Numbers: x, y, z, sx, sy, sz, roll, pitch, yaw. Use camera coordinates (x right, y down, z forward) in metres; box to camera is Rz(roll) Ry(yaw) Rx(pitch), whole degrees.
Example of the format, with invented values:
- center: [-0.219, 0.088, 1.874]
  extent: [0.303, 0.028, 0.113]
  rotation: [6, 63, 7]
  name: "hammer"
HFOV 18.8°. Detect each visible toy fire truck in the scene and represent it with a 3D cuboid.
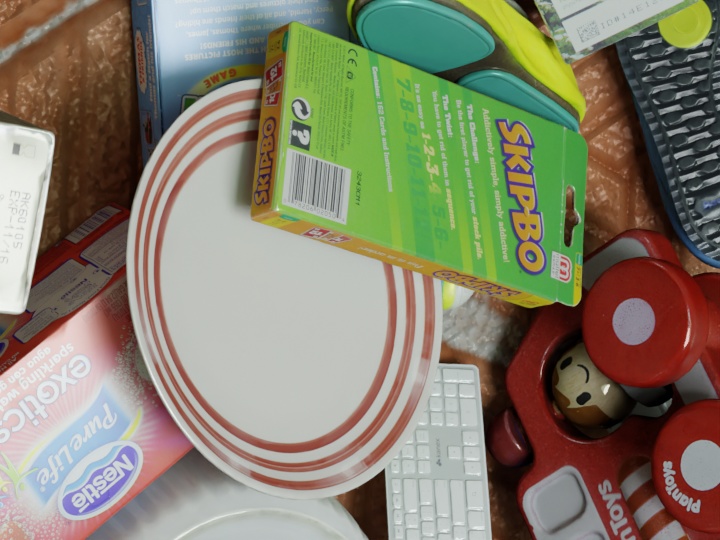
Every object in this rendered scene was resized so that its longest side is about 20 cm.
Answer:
- center: [0.147, 0.090, 1.153]
  extent: [0.167, 0.201, 0.112]
  rotation: [-35, 157, 26]
  name: "toy fire truck"

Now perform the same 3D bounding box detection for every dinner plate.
- center: [-0.037, 0.009, 1.040]
  extent: [0.199, 0.024, 0.202]
  rotation: [13, 72, -43]
  name: "dinner plate"

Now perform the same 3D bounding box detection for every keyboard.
- center: [0.042, 0.142, 1.145]
  extent: [0.056, 0.011, 0.202]
  rotation: [0, 64, -6]
  name: "keyboard"

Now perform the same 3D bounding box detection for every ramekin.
- center: [-0.078, 0.182, 1.110]
  extent: [0.198, 0.105, 0.202]
  rotation: [-5, 102, -25]
  name: "ramekin"

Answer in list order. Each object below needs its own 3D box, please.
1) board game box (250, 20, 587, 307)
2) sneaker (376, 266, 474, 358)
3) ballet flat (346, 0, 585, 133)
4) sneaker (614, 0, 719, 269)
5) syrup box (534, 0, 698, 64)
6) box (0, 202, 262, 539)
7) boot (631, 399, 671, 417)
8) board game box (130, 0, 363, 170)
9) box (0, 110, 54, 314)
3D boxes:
- center: [0.035, -0.047, 1.079]
  extent: [0.199, 0.030, 0.096]
  rotation: [16, 70, -33]
  name: "board game box"
- center: [0.000, 0.000, 1.128]
  extent: [0.105, 0.076, 0.201]
  rotation: [32, 74, -15]
  name: "sneaker"
- center: [0.053, -0.123, 1.110]
  extent: [0.200, 0.066, 0.068]
  rotation: [29, 53, -52]
  name: "ballet flat"
- center: [0.180, -0.098, 1.211]
  extent: [0.065, 0.078, 0.202]
  rotation: [-15, 90, 3]
  name: "sneaker"
- center: [0.095, -0.217, 1.108]
  extent: [0.078, 0.082, 0.201]
  rotation: [-25, 109, 12]
  name: "syrup box"
- center: [-0.155, 0.069, 1.052]
  extent: [0.200, 0.100, 0.096]
  rotation: [-40, 114, -14]
  name: "box"
- center: [0.232, 0.110, 1.243]
  extent: [0.095, 0.074, 0.201]
  rotation: [-25, 115, 21]
  name: "boot"
- center: [-0.042, -0.152, 1.097]
  extent: [0.150, 0.037, 0.202]
  rotation: [-9, 103, -25]
  name: "board game box"
- center: [-0.210, -0.042, 0.946]
  extent: [0.094, 0.200, 0.079]
  rotation: [8, 97, -26]
  name: "box"
